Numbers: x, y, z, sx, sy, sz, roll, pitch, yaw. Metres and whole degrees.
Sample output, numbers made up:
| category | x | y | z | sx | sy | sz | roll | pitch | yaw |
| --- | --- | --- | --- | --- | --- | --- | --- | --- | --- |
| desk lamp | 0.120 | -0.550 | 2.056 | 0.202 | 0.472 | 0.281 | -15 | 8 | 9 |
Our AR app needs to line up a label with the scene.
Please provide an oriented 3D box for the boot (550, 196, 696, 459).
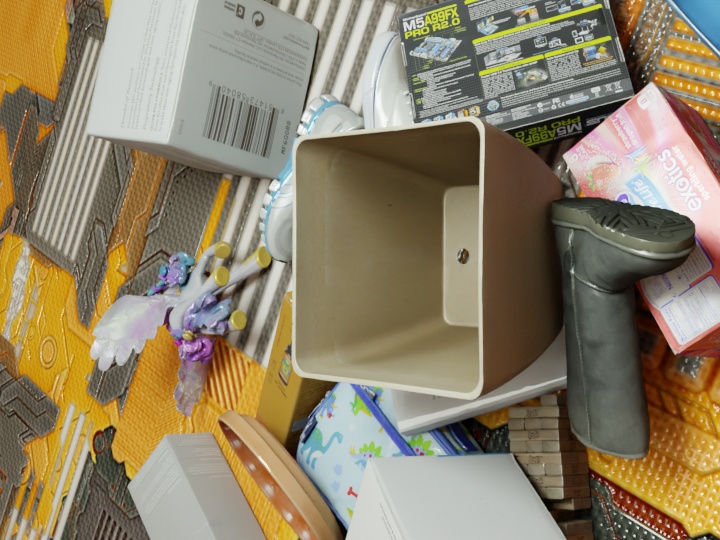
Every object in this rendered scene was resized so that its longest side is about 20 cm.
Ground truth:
| category | x | y | z | sx | sy | sz | roll | pitch | yaw |
| --- | --- | --- | --- | --- | --- | --- | --- | --- | --- |
| boot | 0.201 | 0.051 | 0.729 | 0.182 | 0.071 | 0.203 | -128 | 35 | -76 |

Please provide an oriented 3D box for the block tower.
| category | x | y | z | sx | sy | sz | roll | pitch | yaw |
| --- | --- | --- | --- | --- | --- | --- | --- | --- | --- |
| block tower | 0.174 | 0.216 | 0.852 | 0.057 | 0.054 | 0.203 | -9 | 77 | 39 |

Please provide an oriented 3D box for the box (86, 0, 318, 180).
| category | x | y | z | sx | sy | sz | roll | pitch | yaw |
| --- | --- | --- | --- | --- | --- | --- | --- | --- | --- |
| box | -0.188 | -0.229 | 1.135 | 0.170 | 0.198 | 0.203 | 11 | 89 | 41 |

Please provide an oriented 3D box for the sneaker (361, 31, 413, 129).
| category | x | y | z | sx | sy | sz | roll | pitch | yaw |
| --- | --- | --- | --- | --- | --- | --- | --- | --- | --- |
| sneaker | 0.045 | -0.155 | 1.015 | 0.070 | 0.073 | 0.203 | 4 | 95 | 32 |

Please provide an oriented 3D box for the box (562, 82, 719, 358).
| category | x | y | z | sx | sy | sz | roll | pitch | yaw |
| --- | --- | --- | --- | --- | --- | --- | --- | --- | --- |
| box | 0.268 | -0.039 | 0.779 | 0.102 | 0.094 | 0.202 | -40 | 60 | 30 |

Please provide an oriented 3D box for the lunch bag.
| category | x | y | z | sx | sy | sz | roll | pitch | yaw |
| --- | --- | --- | --- | --- | --- | --- | --- | --- | --- |
| lunch bag | 0.034 | 0.194 | 0.961 | 0.161 | 0.082 | 0.200 | -52 | 55 | 19 |

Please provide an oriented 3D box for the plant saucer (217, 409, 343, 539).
| category | x | y | z | sx | sy | sz | roll | pitch | yaw |
| --- | --- | --- | --- | --- | --- | --- | --- | --- | --- |
| plant saucer | -0.081 | 0.229 | 1.006 | 0.032 | 0.202 | 0.200 | -36 | 50 | -18 |

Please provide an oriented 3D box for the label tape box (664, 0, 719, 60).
| category | x | y | z | sx | sy | sz | roll | pitch | yaw |
| --- | --- | --- | --- | --- | --- | --- | --- | --- | --- |
| label tape box | 0.293 | -0.189 | 0.709 | 0.066 | 0.199 | 0.144 | -45 | 58 | 25 |

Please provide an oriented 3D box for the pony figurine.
| category | x | y | z | sx | sy | sz | roll | pitch | yaw |
| --- | --- | --- | --- | --- | --- | --- | --- | --- | --- |
| pony figurine | -0.215 | 0.057 | 1.170 | 0.199 | 0.166 | 0.195 | -23 | 37 | 40 |

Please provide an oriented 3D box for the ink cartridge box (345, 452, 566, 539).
| category | x | y | z | sx | sy | sz | roll | pitch | yaw |
| --- | --- | --- | --- | --- | --- | --- | --- | --- | --- |
| ink cartridge box | 0.071 | 0.284 | 0.815 | 0.145 | 0.145 | 0.202 | -122 | 39 | -54 |

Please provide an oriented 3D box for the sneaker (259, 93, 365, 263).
| category | x | y | z | sx | sy | sz | roll | pitch | yaw |
| --- | --- | --- | --- | --- | --- | --- | --- | --- | --- |
| sneaker | -0.049 | -0.096 | 1.082 | 0.086 | 0.075 | 0.202 | 29 | 103 | 33 |

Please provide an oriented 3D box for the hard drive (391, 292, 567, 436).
| category | x | y | z | sx | sy | sz | roll | pitch | yaw |
| --- | --- | --- | --- | --- | --- | --- | --- | --- | --- |
| hard drive | 0.118 | 0.066 | 0.893 | 0.198 | 0.026 | 0.134 | -20 | 61 | 20 |

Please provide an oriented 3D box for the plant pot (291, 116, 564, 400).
| category | x | y | z | sx | sy | sz | roll | pitch | yaw |
| --- | --- | --- | --- | --- | --- | --- | --- | --- | --- |
| plant pot | 0.072 | -0.010 | 0.796 | 0.198 | 0.176 | 0.203 | 1 | 91 | 42 |

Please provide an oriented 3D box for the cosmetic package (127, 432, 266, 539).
| category | x | y | z | sx | sy | sz | roll | pitch | yaw |
| --- | --- | --- | --- | --- | --- | --- | --- | --- | --- |
| cosmetic package | -0.193 | 0.307 | 1.139 | 0.107 | 0.090 | 0.201 | -49 | 59 | 24 |

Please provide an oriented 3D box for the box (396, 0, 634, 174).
| category | x | y | z | sx | sy | sz | roll | pitch | yaw |
| --- | --- | --- | --- | --- | --- | --- | --- | --- | --- |
| box | 0.141 | -0.190 | 0.878 | 0.197 | 0.044 | 0.162 | -14 | 63 | 12 |

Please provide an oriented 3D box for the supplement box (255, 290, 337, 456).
| category | x | y | z | sx | sy | sz | roll | pitch | yaw |
| --- | --- | --- | --- | --- | --- | --- | --- | --- | --- |
| supplement box | -0.060 | 0.110 | 1.015 | 0.067 | 0.068 | 0.202 | 50 | 141 | 34 |
